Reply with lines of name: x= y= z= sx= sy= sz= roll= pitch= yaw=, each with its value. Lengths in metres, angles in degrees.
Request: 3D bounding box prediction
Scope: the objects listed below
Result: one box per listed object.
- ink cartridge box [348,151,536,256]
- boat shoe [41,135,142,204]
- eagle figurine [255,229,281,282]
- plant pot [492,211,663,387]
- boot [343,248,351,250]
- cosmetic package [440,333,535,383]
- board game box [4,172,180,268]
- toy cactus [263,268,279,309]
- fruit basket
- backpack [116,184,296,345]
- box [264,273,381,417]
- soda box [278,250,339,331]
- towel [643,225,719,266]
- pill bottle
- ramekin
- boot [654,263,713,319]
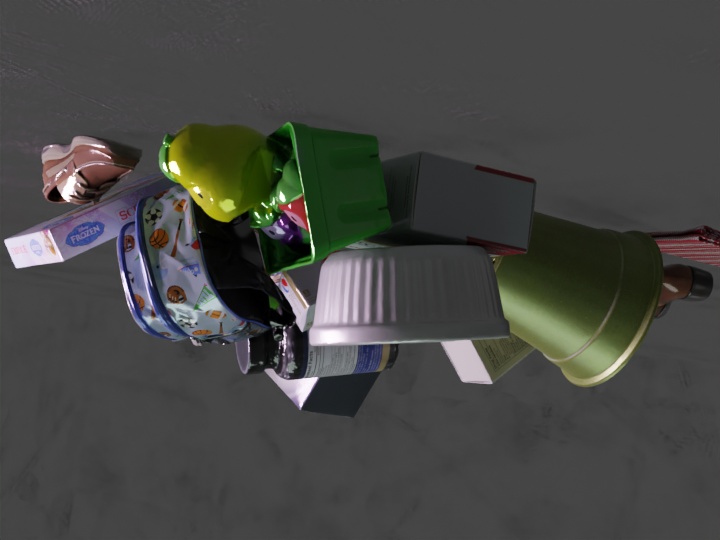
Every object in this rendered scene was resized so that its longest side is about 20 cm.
ink cartridge box: x=0.070 y=-0.063 z=1.402 sx=0.145 sy=0.083 sz=0.200 roll=10 pitch=172 yaw=-27
boat shoe: x=-0.306 y=-0.109 z=1.487 sx=0.076 sy=0.072 sz=0.200 roll=12 pitch=172 yaw=-31
eagle figurine: x=-0.087 y=-0.048 z=1.666 sx=0.152 sy=0.151 sz=0.200 roll=-30 pitch=140 yaw=-7
plant pot: x=0.218 y=0.010 z=1.537 sx=0.190 sy=0.200 sz=0.200 roll=24 pitch=168 yaw=-20
boot: x=-0.002 y=-0.032 z=1.512 sx=0.200 sy=0.182 sz=0.073 roll=16 pitch=124 yaw=-46
cosmetic package: x=0.196 y=0.048 z=1.671 sx=0.200 sy=0.104 sz=0.073 roll=-34 pitch=-167 yaw=-25
board game box: x=-0.303 y=-0.064 z=1.559 sx=0.199 sy=0.041 sz=0.200 roll=-28 pitch=-169 yaw=-28
toy cactus: x=-0.179 y=0.012 z=1.587 sx=0.200 sy=0.102 sz=0.165 roll=42 pitch=-179 yaw=-25
fruit basket: x=-0.093 y=-0.075 z=1.294 sx=0.215 sy=0.156 sz=0.216 roll=-9 pitch=179 yaw=0
backpack: x=-0.178 y=-0.010 z=1.419 sx=0.154 sy=0.200 sz=0.191 roll=-21 pitch=168 yaw=5
box: x=-0.055 y=0.073 z=1.897 sx=0.123 sy=0.200 sz=0.198 roll=14 pitch=-160 yaw=-48
soda box: x=0.000 y=0.000 z=1.622 sx=0.200 sy=0.068 sz=0.064 roll=-23 pitch=154 yaw=-23
towel: x=0.443 y=-0.023 z=1.580 sx=0.200 sy=0.023 sz=0.145 roll=13 pitch=174 yaw=-23
pill bottle: x=-0.058 y=0.084 z=1.710 sx=0.200 sy=0.112 sz=0.112 roll=-4 pitch=177 yaw=-17
ramekin: x=0.049 y=0.027 z=1.320 sx=0.202 sy=0.094 sz=0.202 roll=-2 pitch=177 yaw=0
boot: x=0.356 y=0.018 z=1.827 sx=0.200 sy=0.069 sz=0.188 roll=11 pitch=173 yaw=-20
